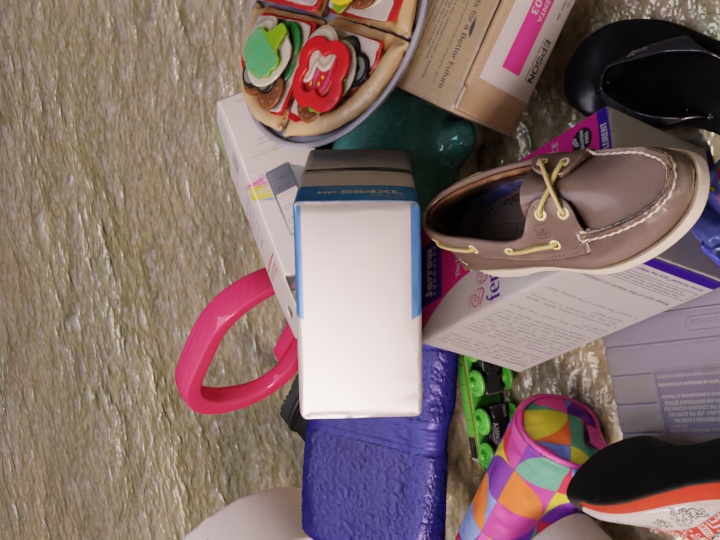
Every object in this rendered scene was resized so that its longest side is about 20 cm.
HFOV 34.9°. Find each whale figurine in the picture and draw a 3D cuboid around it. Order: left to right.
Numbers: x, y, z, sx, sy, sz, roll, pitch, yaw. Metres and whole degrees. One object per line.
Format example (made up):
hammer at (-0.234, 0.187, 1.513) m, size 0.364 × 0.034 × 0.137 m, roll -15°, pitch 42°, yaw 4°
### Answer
whale figurine at (0.031, -0.122, 0.941) m, size 0.159 × 0.103 × 0.202 m, roll 26°, pitch 117°, yaw 48°

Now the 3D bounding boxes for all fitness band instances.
fitness band at (-0.109, 0.071, 1.144) m, size 0.038 × 0.143 × 0.201 m, roll 56°, pitch 138°, yaw 30°

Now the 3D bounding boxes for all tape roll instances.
tape roll at (-0.108, 0.313, 1.154) m, size 0.071 × 0.201 × 0.203 m, roll 49°, pitch 134°, yaw 36°

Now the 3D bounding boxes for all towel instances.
towel at (0.018, 0.143, 0.977) m, size 0.147 × 0.049 × 0.202 m, roll 7°, pitch 96°, yaw 36°

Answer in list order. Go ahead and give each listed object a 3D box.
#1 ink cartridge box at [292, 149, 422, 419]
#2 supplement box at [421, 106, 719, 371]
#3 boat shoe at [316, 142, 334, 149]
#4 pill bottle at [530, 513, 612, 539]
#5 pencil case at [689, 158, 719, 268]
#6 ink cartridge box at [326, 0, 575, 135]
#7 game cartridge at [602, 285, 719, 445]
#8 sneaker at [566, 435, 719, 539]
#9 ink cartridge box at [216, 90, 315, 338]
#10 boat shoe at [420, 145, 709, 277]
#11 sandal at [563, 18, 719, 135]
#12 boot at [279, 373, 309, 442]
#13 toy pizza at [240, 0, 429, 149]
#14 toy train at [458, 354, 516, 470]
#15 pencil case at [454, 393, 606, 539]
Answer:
ink cartridge box at (0.000, 0.000, 0.815) m, size 0.200 × 0.084 × 0.147 m, roll -85°, pitch -7°, yaw -74°
supplement box at (0.138, -0.013, 0.794) m, size 0.200 × 0.103 × 0.102 m, roll -33°, pitch 48°, yaw 49°
boat shoe at (-0.045, -0.159, 1.060) m, size 0.068 × 0.072 × 0.202 m, roll 5°, pitch 102°, yaw 52°
pill bottle at (0.192, 0.279, 0.815) m, size 0.200 × 0.114 × 0.115 m, roll 49°, pitch 134°, yaw 34°
pencil case at (0.262, -0.073, 0.638) m, size 0.078 × 0.087 × 0.200 m, roll 41°, pitch 127°, yaw 6°
ink cartridge box at (0.077, -0.219, 0.826) m, size 0.164 × 0.075 × 0.201 m, roll 33°, pitch 101°, yaw 43°
game cartridge at (0.247, 0.064, 0.756) m, size 0.199 × 0.038 × 0.131 m, roll -12°, pitch 93°, yaw 54°
sneaker at (0.230, 0.162, 0.746) m, size 0.108 × 0.067 × 0.201 m, roll 49°, pitch 146°, yaw -12°
ink cartridge box at (-0.060, -0.050, 0.991) m, size 0.117 × 0.067 × 0.201 m, roll 129°, pitch 121°, yaw -78°
boat shoe at (0.115, -0.038, 0.686) m, size 0.199 × 0.059 × 0.072 m, roll -10°, pitch 65°, yaw 56°
sandal at (0.208, -0.124, 0.752) m, size 0.200 × 0.043 × 0.077 m, roll 20°, pitch 114°, yaw 50°
boot at (0.019, 0.122, 1.043) m, size 0.168 × 0.076 × 0.201 m, roll 43°, pitch 123°, yaw 30°
toy pizza at (-0.030, -0.189, 0.848) m, size 0.199 × 0.032 × 0.202 m, roll -15°, pitch 68°, yaw 42°
toy train at (0.097, 0.071, 0.956) m, size 0.056 × 0.041 × 0.202 m, roll -2°, pitch 97°, yaw 63°
pencil case at (0.129, 0.192, 0.909) m, size 0.088 × 0.088 × 0.201 m, roll 48°, pitch 136°, yaw 35°
